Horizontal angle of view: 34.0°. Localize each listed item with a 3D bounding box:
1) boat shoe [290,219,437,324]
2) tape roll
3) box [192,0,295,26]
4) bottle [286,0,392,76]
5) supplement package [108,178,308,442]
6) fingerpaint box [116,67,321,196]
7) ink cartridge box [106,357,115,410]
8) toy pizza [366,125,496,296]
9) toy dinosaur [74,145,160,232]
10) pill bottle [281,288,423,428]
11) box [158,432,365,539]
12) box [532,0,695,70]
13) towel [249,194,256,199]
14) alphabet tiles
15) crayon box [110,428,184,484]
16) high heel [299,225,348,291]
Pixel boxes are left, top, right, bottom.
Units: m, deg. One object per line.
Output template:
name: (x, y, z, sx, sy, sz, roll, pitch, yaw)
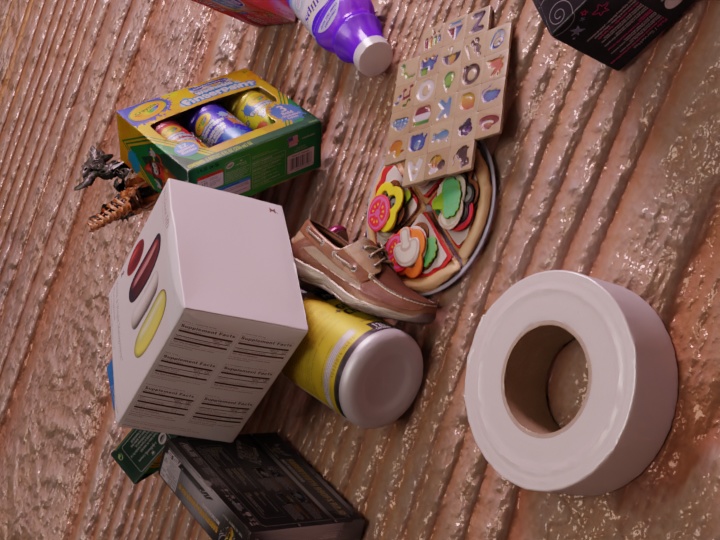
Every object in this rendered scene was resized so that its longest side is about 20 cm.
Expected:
boat shoe: (0.000, 0.000, 1.290, 0.198, 0.075, 0.073, 25, 97, 25)
tape roll: (0.190, 0.104, 1.090, 0.201, 0.070, 0.206, -15, 70, 46)
box: (-0.177, -0.401, 1.537, 0.094, 0.198, 0.104, 7, 84, 50)
bottle: (-0.024, -0.310, 1.444, 0.084, 0.065, 0.201, -55, 45, 24)
supplement package: (-0.177, 0.047, 1.307, 0.201, 0.145, 0.193, -55, 36, 36)
fingerpaint box: (-0.173, -0.162, 1.448, 0.166, 0.198, 0.074, 38, 139, 37)
ink cartridge box: (-0.236, 0.102, 1.507, 0.200, 0.115, 0.068, -51, 45, 42)
toy pizza: (0.069, -0.073, 1.302, 0.199, 0.031, 0.204, -16, 68, 45)
toy dinosaur: (-0.287, -0.114, 1.501, 0.134, 0.199, 0.104, -3, 100, 31)
pill bottle: (-0.030, 0.088, 1.308, 0.199, 0.111, 0.114, 27, 100, 48)
box: (-0.114, 0.254, 1.321, 0.199, 0.157, 0.049, 35, 113, 46)
box: (0.257, -0.311, 1.094, 0.200, 0.114, 0.133, -42, 50, 31)
towel: (-0.211, -0.065, 1.513, 0.165, 0.085, 0.201, -38, 24, 35)
alphabet tiles: (0.096, -0.191, 1.294, 0.165, 0.006, 0.203, -12, 61, 43)
crayon box: (-0.202, 0.173, 1.450, 0.052, 0.199, 0.126, 47, 119, 8)
high heel: (-0.088, -0.006, 1.427, 0.201, 0.067, 0.097, -51, 58, 31)
